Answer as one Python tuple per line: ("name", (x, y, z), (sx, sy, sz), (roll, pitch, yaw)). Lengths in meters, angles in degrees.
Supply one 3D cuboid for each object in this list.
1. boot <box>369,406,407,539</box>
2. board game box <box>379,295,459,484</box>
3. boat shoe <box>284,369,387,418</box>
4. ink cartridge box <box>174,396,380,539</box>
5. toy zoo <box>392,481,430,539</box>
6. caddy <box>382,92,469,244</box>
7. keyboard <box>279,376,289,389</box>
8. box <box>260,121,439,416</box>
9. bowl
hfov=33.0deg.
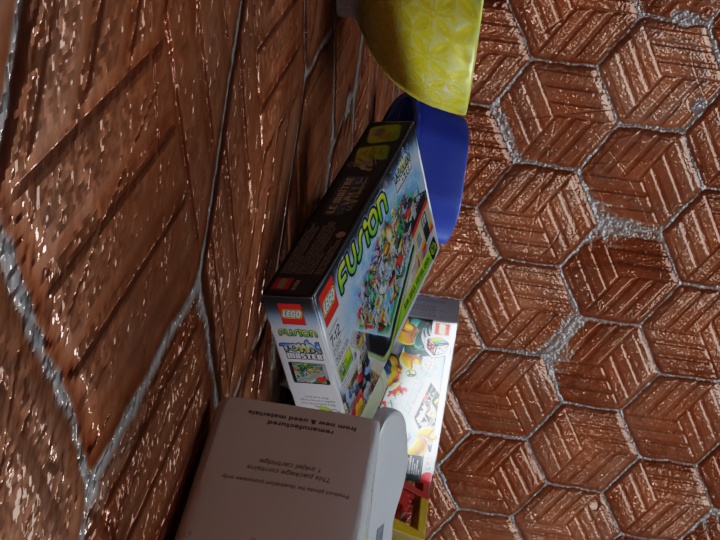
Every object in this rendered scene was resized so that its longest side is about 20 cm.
("boot", (-0.021, 0.203, 1.056), (0.073, 0.095, 0.201), (-17, 119, -57))
("board game box", (0.016, 0.105, 1.103), (0.035, 0.125, 0.201), (-78, 175, -53))
("boat shoe", (-0.027, 0.109, 0.913), (0.075, 0.066, 0.200), (-50, 166, -20))
("ink cartridge box", (-0.047, 0.181, 0.548), (0.201, 0.083, 0.146), (-77, 174, -52))
("toy zoo", (0.010, 0.203, 1.218), (0.021, 0.131, 0.200), (-56, -170, 28))
("caddy", (0.054, -0.114, 1.477), (0.141, 0.104, 0.201), (154, -53, -67))
("keyboard", (-0.005, 0.040, 0.938), (0.056, 0.011, 0.200), (-38, -178, 25))
("box", (0.000, 0.000, 0.795), (0.200, 0.034, 0.111), (-62, 146, -47))
("bowl", (0.040, -0.222, 0.896), (0.200, 0.107, 0.202), (8, 90, -86))
